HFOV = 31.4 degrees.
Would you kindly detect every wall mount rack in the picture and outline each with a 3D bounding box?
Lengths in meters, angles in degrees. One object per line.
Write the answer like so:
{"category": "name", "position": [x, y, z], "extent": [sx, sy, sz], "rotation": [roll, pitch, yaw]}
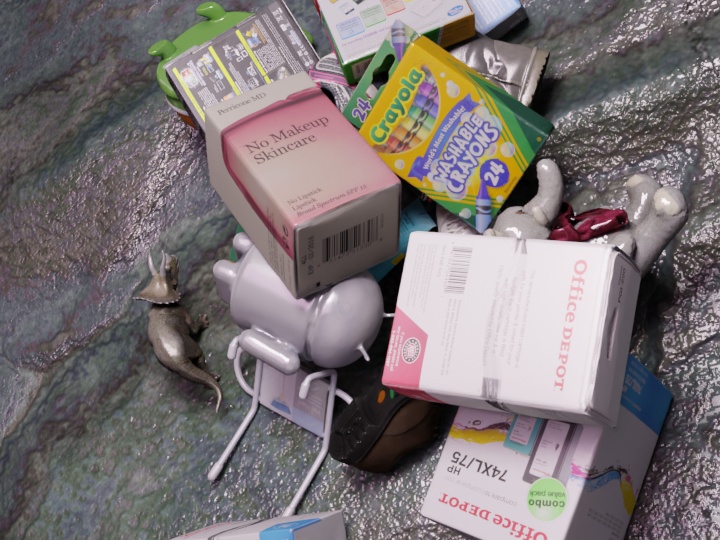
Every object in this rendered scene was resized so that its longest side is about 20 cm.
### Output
{"category": "wall mount rack", "position": [-0.094, 0.169, 1.405], "extent": [0.199, 0.074, 0.176], "rotation": [24, 116, 36]}

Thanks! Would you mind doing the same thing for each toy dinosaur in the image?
{"category": "toy dinosaur", "position": [-0.216, 0.084, 1.489], "extent": [0.076, 0.102, 0.202], "rotation": [-27, 58, 18]}

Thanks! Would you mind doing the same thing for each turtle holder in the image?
{"category": "turtle holder", "position": [-0.159, -0.249, 1.574], "extent": [0.140, 0.132, 0.186], "rotation": [13, 56, 31]}

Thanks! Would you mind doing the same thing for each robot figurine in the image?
{"category": "robot figurine", "position": [-0.058, 0.031, 1.356], "extent": [0.198, 0.113, 0.171], "rotation": [24, 65, 20]}

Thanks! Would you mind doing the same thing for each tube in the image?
{"category": "tube", "position": [0.000, 0.000, 1.430], "extent": [0.200, 0.050, 0.078], "rotation": [-43, 33, 7]}

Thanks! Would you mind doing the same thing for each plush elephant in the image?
{"category": "plush elephant", "position": [0.200, -0.033, 1.252], "extent": [0.154, 0.165, 0.201], "rotation": [29, 106, -3]}

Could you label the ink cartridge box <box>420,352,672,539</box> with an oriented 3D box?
{"category": "ink cartridge box", "position": [0.177, 0.171, 1.195], "extent": [0.145, 0.146, 0.202], "rotation": [15, 79, 33]}

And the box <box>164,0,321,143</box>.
{"category": "box", "position": [-0.105, -0.182, 1.455], "extent": [0.159, 0.044, 0.201], "rotation": [-32, 86, -8]}

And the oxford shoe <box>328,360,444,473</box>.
{"category": "oxford shoe", "position": [0.058, 0.131, 1.322], "extent": [0.200, 0.084, 0.073], "rotation": [-48, 30, 21]}

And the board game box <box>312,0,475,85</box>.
{"category": "board game box", "position": [0.020, -0.317, 1.395], "extent": [0.151, 0.040, 0.202], "rotation": [-21, 64, -1]}

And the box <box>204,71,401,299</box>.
{"category": "box", "position": [-0.061, -0.091, 1.316], "extent": [0.127, 0.110, 0.200], "rotation": [-24, 53, -21]}

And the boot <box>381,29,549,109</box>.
{"category": "boot", "position": [0.090, -0.196, 1.400], "extent": [0.198, 0.073, 0.184], "rotation": [19, 82, 8]}

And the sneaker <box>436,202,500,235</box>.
{"category": "sneaker", "position": [0.116, -0.019, 1.352], "extent": [0.075, 0.081, 0.202], "rotation": [-25, 58, 21]}

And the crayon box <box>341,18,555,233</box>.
{"category": "crayon box", "position": [0.082, -0.148, 1.314], "extent": [0.199, 0.052, 0.126], "rotation": [35, 115, 4]}

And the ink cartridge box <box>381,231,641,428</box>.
{"category": "ink cartridge box", "position": [0.134, 0.050, 1.125], "extent": [0.198, 0.085, 0.148], "rotation": [5, 77, 33]}

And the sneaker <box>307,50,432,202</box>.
{"category": "sneaker", "position": [0.015, -0.150, 1.399], "extent": [0.074, 0.081, 0.200], "rotation": [-36, 78, -26]}

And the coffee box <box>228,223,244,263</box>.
{"category": "coffee box", "position": [-0.079, -0.075, 1.510], "extent": [0.122, 0.044, 0.202], "rotation": [8, 75, 31]}

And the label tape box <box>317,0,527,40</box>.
{"category": "label tape box", "position": [0.071, -0.296, 1.474], "extent": [0.199, 0.066, 0.144], "rotation": [-35, 81, 15]}

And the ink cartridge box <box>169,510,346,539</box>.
{"category": "ink cartridge box", "position": [-0.124, 0.299, 1.328], "extent": [0.198, 0.116, 0.069], "rotation": [-12, 85, 25]}
